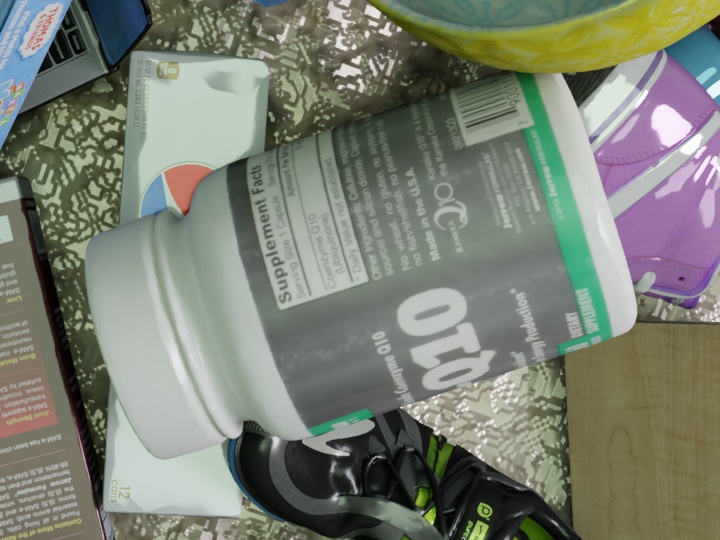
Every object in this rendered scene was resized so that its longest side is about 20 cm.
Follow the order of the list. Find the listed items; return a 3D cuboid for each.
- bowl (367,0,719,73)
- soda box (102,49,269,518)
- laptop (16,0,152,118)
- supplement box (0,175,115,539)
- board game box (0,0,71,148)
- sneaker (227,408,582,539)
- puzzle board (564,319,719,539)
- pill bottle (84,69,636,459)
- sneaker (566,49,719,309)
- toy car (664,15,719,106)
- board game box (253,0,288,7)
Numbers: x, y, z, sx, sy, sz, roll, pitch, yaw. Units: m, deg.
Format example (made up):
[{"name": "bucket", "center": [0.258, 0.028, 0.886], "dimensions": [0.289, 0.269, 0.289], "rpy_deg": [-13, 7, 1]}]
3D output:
[{"name": "bowl", "center": [0.090, -0.151, 0.654], "dimensions": [0.198, 0.108, 0.202], "rpy_deg": [-11, 63, 22]}, {"name": "soda box", "center": [-0.078, 0.005, 0.769], "dimensions": [0.063, 0.068, 0.203], "rpy_deg": [3, 92, -6]}, {"name": "laptop", "center": [-0.179, -0.153, 0.691], "dimensions": [0.198, 0.116, 0.189], "rpy_deg": [-21, 95, 20]}, {"name": "supplement box", "center": [-0.178, 0.068, 0.763], "dimensions": [0.108, 0.061, 0.202], "rpy_deg": [-13, 93, -6]}, {"name": "board game box", "center": [-0.201, -0.140, 0.686], "dimensions": [0.036, 0.151, 0.201], "rpy_deg": [-27, 75, -41]}, {"name": "sneaker", "center": [0.031, 0.102, 0.759], "dimensions": [0.199, 0.082, 0.071], "rpy_deg": [30, 77, -24]}, {"name": "puzzle board", "center": [0.167, 0.123, 0.782], "dimensions": [0.149, 0.017, 0.202], "rpy_deg": [1, 98, 34]}, {"name": "pill bottle", "center": [0.000, 0.000, 0.679], "dimensions": [0.198, 0.113, 0.114], "rpy_deg": [-18, 95, 6]}, {"name": "sneaker", "center": [0.091, 0.000, 0.771], "dimensions": [0.114, 0.073, 0.200], "rpy_deg": [42, 110, -14]}, {"name": "toy car", "center": [0.191, -0.168, 0.728], "dimensions": [0.184, 0.200, 0.177], "rpy_deg": [-38, 96, -4]}, {"name": "board game box", "center": [-0.068, -0.220, 0.777], "dimensions": [0.199, 0.039, 0.159], "rpy_deg": [27, 88, -15]}]
